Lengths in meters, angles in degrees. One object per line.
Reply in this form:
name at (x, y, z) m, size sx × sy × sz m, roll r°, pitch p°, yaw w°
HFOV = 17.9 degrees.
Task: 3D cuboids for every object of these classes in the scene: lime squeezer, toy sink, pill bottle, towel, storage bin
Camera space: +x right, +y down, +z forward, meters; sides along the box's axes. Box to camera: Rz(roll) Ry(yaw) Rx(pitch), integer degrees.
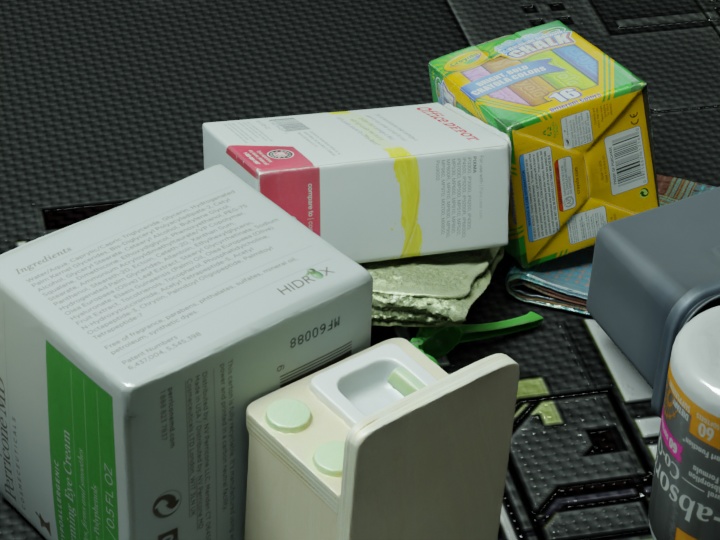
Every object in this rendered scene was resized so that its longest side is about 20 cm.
lime squeezer at (0.061, 0.075, 1.656) m, size 0.071 × 0.038 × 0.200 m, roll 41°, pitch 41°, yaw -1°
toy sink at (0.007, 0.125, 1.429) m, size 0.130 × 0.201 × 0.112 m, roll -25°, pitch 46°, yaw -31°
pill bottle at (0.242, 0.129, 1.437) m, size 0.116 × 0.201 × 0.117 m, roll 1°, pitch 35°, yaw -1°
towel at (0.207, -0.024, 1.803) m, size 0.146 × 0.022 × 0.200 m, roll 14°, pitch 37°, yaw 15°
storage bin at (0.264, 0.006, 1.653) m, size 0.199 × 0.146 × 0.134 m, roll -18°, pitch 42°, yaw -26°
towel at (0.000, 0.000, 1.709) m, size 0.199 × 0.037 × 0.148 m, roll 4°, pitch 20°, yaw 13°

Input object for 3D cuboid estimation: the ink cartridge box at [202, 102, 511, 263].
ink cartridge box at (-0.003, -0.064, 1.710) m, size 0.199 × 0.084 × 0.145 m, roll -7°, pitch 19°, yaw -18°

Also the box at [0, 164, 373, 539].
box at (-0.118, 0.076, 1.492) m, size 0.199 × 0.200 × 0.171 m, roll -24°, pitch 42°, yaw -31°

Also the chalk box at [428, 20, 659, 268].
chalk box at (0.133, -0.110, 1.809) m, size 0.123 × 0.125 × 0.200 m, roll -19°, pitch 29°, yaw -15°
